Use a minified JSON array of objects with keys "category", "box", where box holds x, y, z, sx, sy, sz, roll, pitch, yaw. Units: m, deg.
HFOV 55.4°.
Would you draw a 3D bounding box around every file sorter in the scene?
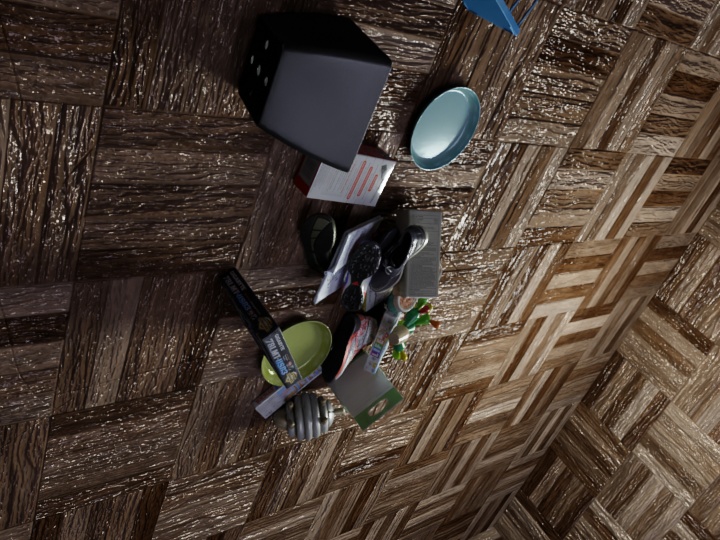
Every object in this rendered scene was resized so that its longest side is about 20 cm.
[{"category":"file sorter","box":[0.241,-0.557,1.246,0.123,0.139,0.199,-50,144,7]}]

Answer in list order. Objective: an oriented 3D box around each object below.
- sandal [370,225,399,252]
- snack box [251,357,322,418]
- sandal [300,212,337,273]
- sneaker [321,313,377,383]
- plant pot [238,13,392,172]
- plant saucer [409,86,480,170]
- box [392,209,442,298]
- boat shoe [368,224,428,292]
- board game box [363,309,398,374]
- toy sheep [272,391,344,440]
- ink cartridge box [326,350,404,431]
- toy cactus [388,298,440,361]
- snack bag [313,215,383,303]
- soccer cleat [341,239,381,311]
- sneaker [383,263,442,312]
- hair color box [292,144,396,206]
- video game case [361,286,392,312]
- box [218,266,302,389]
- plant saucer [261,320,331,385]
[{"category":"sandal","box":[0.046,-0.065,1.605,0.075,0.045,0.200,-39,172,-11]},{"category":"snack box","box":[-0.189,0.305,1.795,0.199,0.024,0.072,-39,144,-7]},{"category":"sandal","box":[-0.085,-0.066,1.491,0.202,0.078,0.058,98,18,-60]},{"category":"sneaker","box":[-0.023,0.209,1.811,0.106,0.067,0.205,7,112,-47]},{"category":"plant pot","box":[-0.092,-0.313,1.137,0.174,0.201,0.202,7,124,-31]},{"category":"plant saucer","box":[0.183,-0.319,1.526,0.197,0.027,0.203,-27,141,-23]},{"category":"box","box":[0.133,-0.040,1.617,0.093,0.077,0.206,2,93,-22]},{"category":"boat shoe","box":[0.072,-0.025,1.553,0.062,0.073,0.201,-9,145,-54]},{"category":"board game box","box":[0.070,0.159,1.829,0.135,0.034,0.203,-56,168,-54]},{"category":"toy sheep","box":[-0.138,0.389,1.833,0.194,0.140,0.140,-1,133,-8]},{"category":"ink cartridge box","box":[0.014,0.334,1.871,0.144,0.200,0.048,-35,142,-11]},{"category":"toy cactus","box":[0.121,0.160,1.758,0.202,0.102,0.164,-55,167,26]},{"category":"snack bag","box":[-0.028,-0.023,1.560,0.203,0.021,0.188,-63,166,25]},{"category":"soccer cleat","box":[0.000,0.000,1.569,0.066,0.074,0.203,14,128,-5]},{"category":"sneaker","box":[0.129,0.034,1.741,0.199,0.079,0.072,-41,110,-35]},{"category":"hair color box","box":[-0.031,-0.202,1.404,0.197,0.064,0.113,3,123,-44]},{"category":"video game case","box":[0.085,0.005,1.725,0.198,0.026,0.182,-33,155,-18]},{"category":"box","box":[-0.208,0.122,1.441,0.049,0.199,0.202,-33,143,-14]},{"category":"plant saucer","box":[-0.163,0.198,1.698,0.197,0.031,0.203,-23,136,-24]}]
